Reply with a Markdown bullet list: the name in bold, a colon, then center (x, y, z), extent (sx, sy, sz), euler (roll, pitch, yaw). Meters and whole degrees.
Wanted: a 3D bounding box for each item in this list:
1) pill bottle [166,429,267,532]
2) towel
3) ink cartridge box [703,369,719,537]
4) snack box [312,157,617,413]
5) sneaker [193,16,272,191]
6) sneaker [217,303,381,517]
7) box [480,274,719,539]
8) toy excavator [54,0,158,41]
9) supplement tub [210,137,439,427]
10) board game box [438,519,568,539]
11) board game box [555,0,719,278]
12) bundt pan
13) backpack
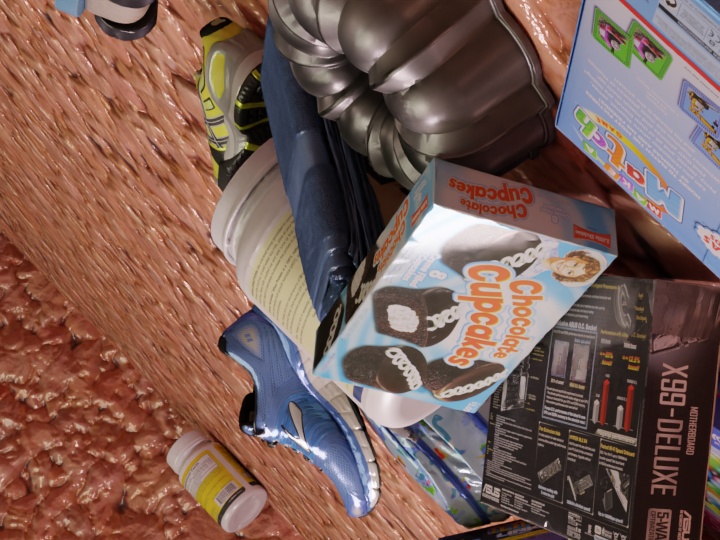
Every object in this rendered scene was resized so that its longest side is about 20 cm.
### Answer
- **pill bottle**: center (-0.289, 0.417, 3.263), extent (0.200, 0.114, 0.115), euler (42, 165, 26)
- **towel**: center (-0.023, -0.068, 1.087), extent (0.112, 0.048, 0.201), euler (110, 148, -65)
- **ink cartridge box**: center (0.229, 0.113, 1.022), extent (0.119, 0.042, 0.201), euler (35, 159, 42)
- **snack box**: center (0.058, 0.015, 0.987), extent (0.115, 0.037, 0.200), euler (14, 144, -15)
- **sneaker**: center (-0.094, -0.132, 1.306), extent (0.077, 0.075, 0.200), euler (52, 157, 16)
- **sneaker**: center (-0.049, 0.115, 1.306), extent (0.201, 0.089, 0.079), euler (61, -179, -15)
- **box**: center (0.140, 0.081, 0.987), extent (0.049, 0.159, 0.200), euler (6, 179, -20)
- **toy excavator**: center (-0.207, -0.284, 1.130), extent (0.199, 0.196, 0.100), euler (21, 168, -7)
- **supplement tub**: center (0.000, 0.000, 1.194), extent (0.200, 0.145, 0.145), euler (43, 165, 21)
- **board game box**: center (0.161, 0.290, 1.270), extent (0.057, 0.164, 0.202), euler (-65, -38, -82)
- **board game box**: center (0.161, -0.070, 0.742), extent (0.151, 0.037, 0.200), euler (45, 165, 16)
- **bundt pan**: center (0.018, -0.123, 0.959), extent (0.202, 0.076, 0.202), euler (46, 166, 14)
- **backpack**: center (0.071, 0.109, 1.313), extent (0.199, 0.154, 0.163), euler (31, 171, 14)
